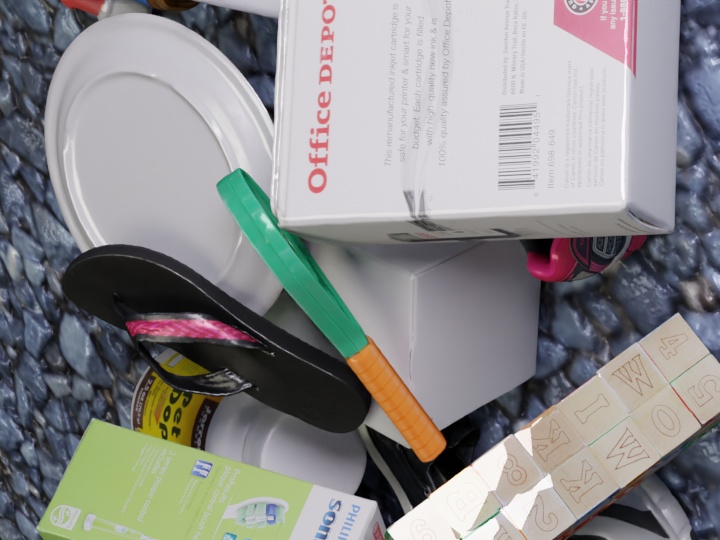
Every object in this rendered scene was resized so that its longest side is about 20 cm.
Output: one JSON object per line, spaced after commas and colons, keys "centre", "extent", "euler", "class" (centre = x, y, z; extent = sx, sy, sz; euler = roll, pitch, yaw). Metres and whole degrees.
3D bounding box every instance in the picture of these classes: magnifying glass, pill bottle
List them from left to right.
{"centre": [-0.075, 0.112, 1.344], "extent": [0.200, 0.109, 0.110], "euler": [12, 122, 62], "class": "pill bottle"}
{"centre": [-0.015, 0.026, 1.084], "extent": [0.200, 0.022, 0.080], "euler": [52, -176, -19], "class": "magnifying glass"}

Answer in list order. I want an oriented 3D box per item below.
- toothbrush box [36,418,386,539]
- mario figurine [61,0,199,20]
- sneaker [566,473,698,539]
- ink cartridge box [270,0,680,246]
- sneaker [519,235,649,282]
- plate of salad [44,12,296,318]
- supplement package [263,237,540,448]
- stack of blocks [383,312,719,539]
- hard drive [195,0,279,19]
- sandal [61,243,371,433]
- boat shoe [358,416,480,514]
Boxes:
{"centre": [-0.083, 0.186, 1.239], "extent": [0.199, 0.086, 0.146], "euler": [15, 151, 21], "class": "toothbrush box"}
{"centre": [-0.187, -0.236, 1.339], "extent": [0.200, 0.106, 0.124], "euler": [16, 88, 31], "class": "mario figurine"}
{"centre": [0.186, 0.208, 1.158], "extent": [0.200, 0.080, 0.074], "euler": [48, 139, 14], "class": "sneaker"}
{"centre": [0.059, -0.090, 1.021], "extent": [0.199, 0.085, 0.146], "euler": [-1, 81, 27], "class": "ink cartridge box"}
{"centre": [0.085, -0.087, 1.092], "extent": [0.200, 0.075, 0.081], "euler": [56, 143, 8], "class": "sneaker"}
{"centre": [-0.110, -0.057, 1.164], "extent": [0.200, 0.048, 0.201], "euler": [18, 120, 34], "class": "plate of salad"}
{"centre": [0.000, 0.000, 1.208], "extent": [0.200, 0.120, 0.122], "euler": [27, 129, 37], "class": "supplement package"}
{"centre": [0.107, 0.116, 1.087], "extent": [0.059, 0.200, 0.115], "euler": [53, 170, 12], "class": "stack of blocks"}
{"centre": [-0.054, -0.202, 1.113], "extent": [0.199, 0.025, 0.132], "euler": [11, 135, -9], "class": "hard drive"}
{"centre": [-0.089, 0.046, 1.145], "extent": [0.200, 0.045, 0.075], "euler": [27, 143, 7], "class": "sandal"}
{"centre": [0.052, 0.125, 1.273], "extent": [0.066, 0.074, 0.200], "euler": [-27, 76, 27], "class": "boat shoe"}
